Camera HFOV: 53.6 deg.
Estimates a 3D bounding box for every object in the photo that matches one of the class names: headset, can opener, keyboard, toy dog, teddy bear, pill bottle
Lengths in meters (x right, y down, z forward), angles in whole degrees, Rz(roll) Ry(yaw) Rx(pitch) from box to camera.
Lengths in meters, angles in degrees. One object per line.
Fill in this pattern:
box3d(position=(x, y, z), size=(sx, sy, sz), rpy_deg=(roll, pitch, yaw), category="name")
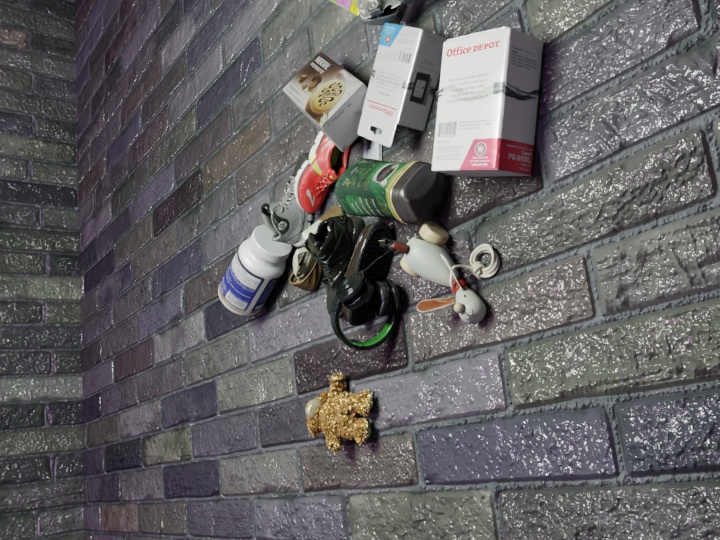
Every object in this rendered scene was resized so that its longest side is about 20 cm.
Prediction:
box3d(position=(0.022, 0.043, 1.253), size=(0.094, 0.122, 0.203), rpy_deg=(19, 94, 66), category="headset")
box3d(position=(0.088, -0.480, 1.232), size=(0.197, 0.067, 0.054), rpy_deg=(-13, 74, 20), category="can opener")
box3d(position=(0.023, -0.246, 1.374), size=(0.056, 0.011, 0.204), rpy_deg=(-7, 81, 58), category="keyboard")
box3d(position=(0.118, 0.000, 1.148), size=(0.199, 0.095, 0.134), rpy_deg=(30, 111, 51), category="toy dog")
box3d(position=(-0.045, 0.275, 1.372), size=(0.199, 0.066, 0.148), rpy_deg=(20, 101, 52), category="teddy bear")
box3d(position=(-0.238, -0.001, 1.618), size=(0.201, 0.114, 0.117), rpy_deg=(-54, 48, 35), category="pill bottle")

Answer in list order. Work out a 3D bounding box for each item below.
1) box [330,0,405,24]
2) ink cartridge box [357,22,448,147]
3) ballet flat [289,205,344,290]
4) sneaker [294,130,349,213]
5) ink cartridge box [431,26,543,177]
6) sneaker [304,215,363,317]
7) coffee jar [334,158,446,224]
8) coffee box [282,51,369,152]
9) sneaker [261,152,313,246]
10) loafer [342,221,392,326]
box3d(position=(0.013, -0.580, 1.341), size=(0.200, 0.096, 0.178), rpy_deg=(46, 123, 44), category="box")
box3d(position=(0.072, -0.323, 1.263), size=(0.115, 0.066, 0.203), rpy_deg=(33, 113, 49), category="ink cartridge box")
box3d(position=(-0.097, -0.045, 1.466), size=(0.068, 0.071, 0.202), rpy_deg=(54, 128, 40), category="ballet flat")
box3d(position=(-0.072, -0.199, 1.446), size=(0.085, 0.076, 0.202), rpy_deg=(45, 123, 39), category="sneaker")
box3d(position=(0.190, -0.248, 1.081), size=(0.144, 0.083, 0.204), rpy_deg=(9, 96, 53), category="ink cartridge box")
box3d(position=(-0.062, -0.008, 1.383), size=(0.076, 0.113, 0.203), rpy_deg=(24, 108, 53), category="sneaker")
box3d(position=(0.052, -0.140, 1.240), size=(0.199, 0.086, 0.105), rpy_deg=(14, 55, 50), category="coffee jar")
box3d(position=(-0.056, -0.332, 1.385), size=(0.113, 0.080, 0.200), rpy_deg=(-44, 43, 4), category="coffee box")
box3d(position=(-0.154, -0.154, 1.515), size=(0.075, 0.114, 0.204), rpy_deg=(11, 97, 53), category="sneaker")
box3d(position=(0.000, 0.000, 1.328), size=(0.071, 0.072, 0.203), rpy_deg=(37, 114, 50), category="loafer")
